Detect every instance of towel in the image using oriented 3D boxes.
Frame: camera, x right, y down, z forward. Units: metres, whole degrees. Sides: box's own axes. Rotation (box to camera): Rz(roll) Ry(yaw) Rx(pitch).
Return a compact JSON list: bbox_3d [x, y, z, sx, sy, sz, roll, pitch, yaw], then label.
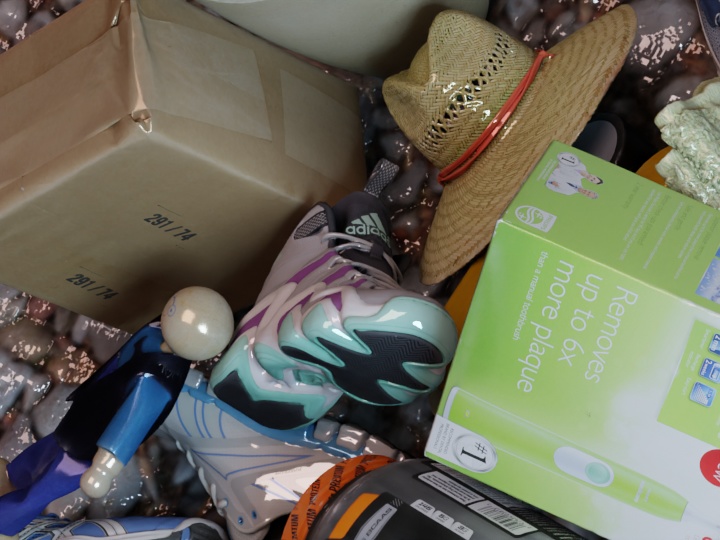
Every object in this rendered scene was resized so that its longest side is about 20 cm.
[{"bbox_3d":[0.232,-0.016,1.275,0.200,0.148,0.036,50,122,5],"label":"towel"}]

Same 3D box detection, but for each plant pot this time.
[{"bbox_3d":[-0.004,-0.193,1.472,0.186,0.200,0.189,-11,64,23],"label":"plant pot"}]

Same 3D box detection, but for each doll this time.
[{"bbox_3d":[-0.138,0.080,1.406,0.200,0.048,0.137,-41,18,25],"label":"doll"}]

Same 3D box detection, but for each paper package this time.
[{"bbox_3d":[-0.121,-0.057,1.451,0.190,0.199,0.104,-26,58,34],"label":"paper package"}]

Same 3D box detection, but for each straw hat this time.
[{"bbox_3d":[0.059,-0.094,1.397,0.085,0.201,0.202,38,88,-10],"label":"straw hat"}]

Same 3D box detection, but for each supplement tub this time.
[{"bbox_3d":[0.052,0.168,1.262,0.200,0.122,0.123,25,81,50],"label":"supplement tub"}]

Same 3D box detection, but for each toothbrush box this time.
[{"bbox_3d":[0.147,0.052,1.204,0.199,0.146,0.086,24,37,9],"label":"toothbrush box"}]

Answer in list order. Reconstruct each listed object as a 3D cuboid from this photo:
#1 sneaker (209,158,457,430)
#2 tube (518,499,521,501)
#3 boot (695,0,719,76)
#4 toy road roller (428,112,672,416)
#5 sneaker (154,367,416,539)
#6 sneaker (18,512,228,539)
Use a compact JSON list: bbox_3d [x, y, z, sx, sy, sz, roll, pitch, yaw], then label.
[{"bbox_3d":[0.000,0.000,1.350,0.199,0.078,0.141,-16,45,55],"label":"sneaker"},{"bbox_3d":[0.070,0.208,1.355,0.058,0.052,0.202,135,133,-55],"label":"tube"},{"bbox_3d":[0.205,-0.173,1.421,0.072,0.090,0.201,-26,59,14],"label":"boot"},{"bbox_3d":[0.141,0.027,1.322,0.201,0.123,0.146,-55,32,-2],"label":"toy road roller"},{"bbox_3d":[-0.066,0.114,1.444,0.199,0.075,0.087,17,76,32],"label":"sneaker"},{"bbox_3d":[-0.171,0.166,1.476,0.198,0.076,0.077,-12,40,9],"label":"sneaker"}]
